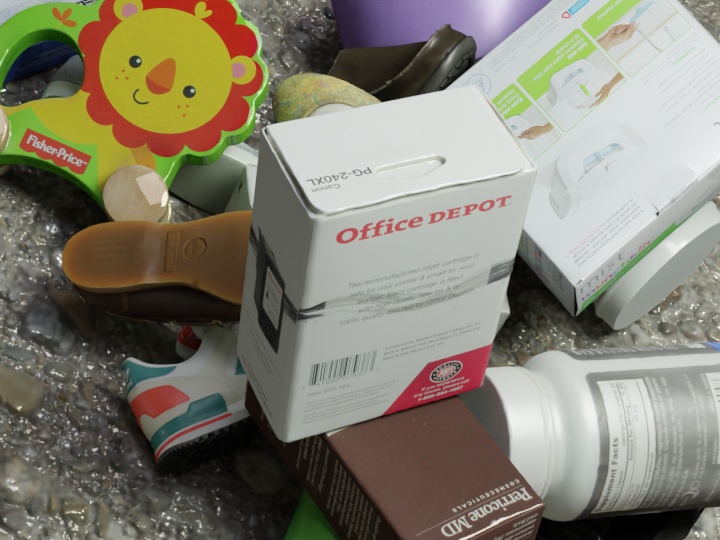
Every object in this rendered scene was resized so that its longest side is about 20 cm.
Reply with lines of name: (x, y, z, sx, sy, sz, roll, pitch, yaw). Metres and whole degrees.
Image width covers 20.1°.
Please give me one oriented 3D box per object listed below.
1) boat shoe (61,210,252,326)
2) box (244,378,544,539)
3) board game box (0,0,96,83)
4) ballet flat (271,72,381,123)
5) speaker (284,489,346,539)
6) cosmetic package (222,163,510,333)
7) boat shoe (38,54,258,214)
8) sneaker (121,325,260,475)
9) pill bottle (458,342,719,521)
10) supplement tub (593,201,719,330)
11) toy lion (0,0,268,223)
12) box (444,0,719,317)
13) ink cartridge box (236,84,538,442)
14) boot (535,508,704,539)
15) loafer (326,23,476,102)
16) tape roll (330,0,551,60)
boat shoe: (-0.101, 0.002, 1.382, 0.198, 0.070, 0.071, 4, 63, 18)
box: (0.018, 0.117, 1.300, 0.100, 0.075, 0.200, -22, 56, -28)
board game box: (-0.304, -0.232, 1.557, 0.199, 0.043, 0.199, -26, 69, -39)
ballet flat: (0.014, -0.074, 1.454, 0.200, 0.071, 0.071, 39, 47, 8)
speaker: (-0.010, 0.189, 1.335, 0.088, 0.089, 0.201, 27, 46, -4)
cosmetic package: (0.000, 0.000, 1.494, 0.198, 0.085, 0.108, 10, 49, -19)
boat shoe: (-0.139, -0.107, 1.519, 0.199, 0.070, 0.072, 24, 52, -3)
sneaker: (-0.076, 0.065, 1.411, 0.199, 0.070, 0.094, -22, 71, -34)
pill bottle: (0.167, 0.109, 1.368, 0.198, 0.114, 0.115, -2, 54, -23)
supplement tub: (0.176, -0.067, 1.596, 0.145, 0.146, 0.200, -29, 70, -40)
toy lion: (-0.173, -0.130, 1.452, 0.199, 0.069, 0.193, 23, 78, 3)
box: (0.174, -0.102, 1.480, 0.200, 0.097, 0.177, -40, 75, -6)
ink cartridge box: (0.011, -0.004, 1.225, 0.144, 0.201, 0.084, -13, 50, -21)
boot: (0.177, 0.136, 1.475, 0.157, 0.080, 0.211, 38, 47, 6)
loafer: (0.006, -0.135, 1.522, 0.072, 0.200, 0.073, 53, 45, -5)
tape roll: (0.079, -0.211, 1.618, 0.199, 0.199, 0.086, -22, 98, -37)
